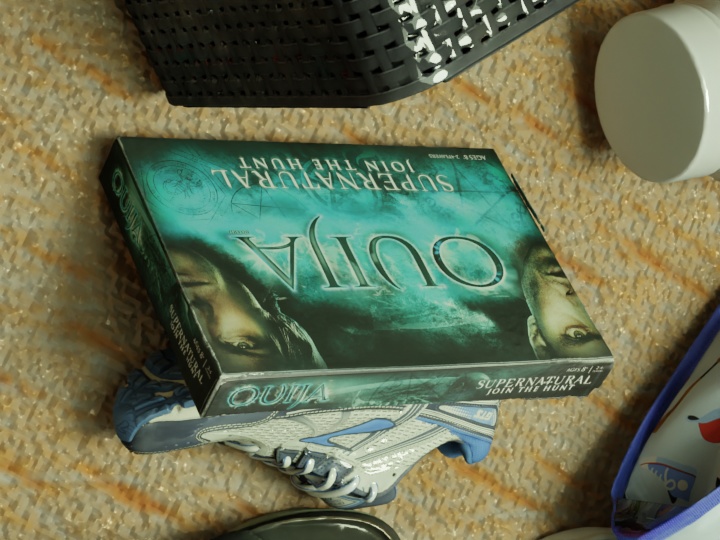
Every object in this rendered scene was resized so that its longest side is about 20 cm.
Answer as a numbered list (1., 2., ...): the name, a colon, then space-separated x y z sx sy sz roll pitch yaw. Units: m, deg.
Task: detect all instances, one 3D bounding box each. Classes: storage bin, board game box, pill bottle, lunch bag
1. storage bin: -0.004 -0.135 0.862 0.135 0.200 0.094 -33 109 -26
2. board game box: 0.000 0.000 0.928 0.199 0.136 0.028 -1 138 -33
3. pill bottle: 0.218 -0.102 1.060 0.199 0.112 0.113 -13 101 -32
4. lunch bag: 0.227 0.114 1.072 0.200 0.124 0.170 -49 116 -24

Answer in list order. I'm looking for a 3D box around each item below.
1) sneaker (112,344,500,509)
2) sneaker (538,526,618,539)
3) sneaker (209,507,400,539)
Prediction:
1. sneaker: -0.014 0.070 0.950 0.199 0.077 0.086 -7 105 -30
2. sneaker: 0.083 0.178 1.014 0.199 0.082 0.074 -18 104 -30
3. sneaker: -0.048 0.151 0.907 0.199 0.106 0.075 -16 91 -30
